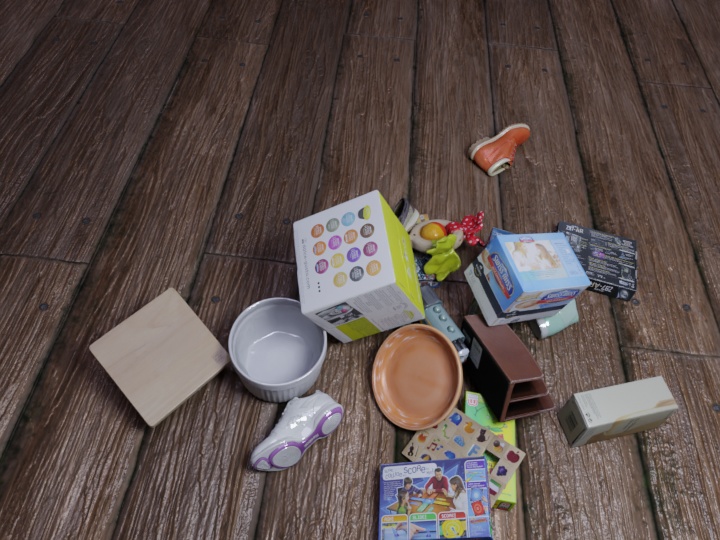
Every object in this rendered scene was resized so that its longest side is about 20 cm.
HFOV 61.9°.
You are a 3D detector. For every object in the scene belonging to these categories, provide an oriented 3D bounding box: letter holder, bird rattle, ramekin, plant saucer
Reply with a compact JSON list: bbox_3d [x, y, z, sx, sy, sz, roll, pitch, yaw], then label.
[{"bbox_3d":[0.300,0.183,1.201,0.138,0.103,0.201,-6,34,-17],"label":"letter holder"},{"bbox_3d":[0.194,-0.084,1.399,0.160,0.115,0.200,18,48,31],"label":"bird rattle"},{"bbox_3d":[-0.164,0.168,1.217,0.194,0.106,0.204,2,52,-2],"label":"ramekin"},{"bbox_3d":[0.114,0.210,1.188,0.196,0.037,0.206,-9,73,30],"label":"plant saucer"}]

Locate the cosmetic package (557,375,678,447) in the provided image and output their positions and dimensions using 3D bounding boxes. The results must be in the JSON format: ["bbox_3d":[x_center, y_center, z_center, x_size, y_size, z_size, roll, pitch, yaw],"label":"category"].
[{"bbox_3d":[0.503,0.278,1.182,0.194,0.106,0.072,-9,54,-9],"label":"cosmetic package"}]

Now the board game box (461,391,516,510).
[{"bbox_3d":[0.243,0.341,1.150,0.099,0.048,0.204,9,52,2],"label":"board game box"}]

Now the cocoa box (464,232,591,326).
[{"bbox_3d":[0.341,0.014,1.231,0.195,0.132,0.136,-4,59,-30],"label":"cocoa box"}]

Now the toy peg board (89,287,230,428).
[{"bbox_3d":[-0.398,0.183,1.213,0.199,0.098,0.199,46,61,9],"label":"toy peg board"}]

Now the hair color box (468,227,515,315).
[{"bbox_3d":[0.300,0.012,1.371,0.059,0.101,0.203,16,53,7],"label":"hair color box"}]

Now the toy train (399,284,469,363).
[{"bbox_3d":[0.152,0.127,1.258,0.083,0.115,0.202,-14,54,-29],"label":"toy train"}]

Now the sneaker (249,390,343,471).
[{"bbox_3d":[-0.130,0.305,1.150,0.197,0.076,0.099,-30,41,-24],"label":"sneaker"}]

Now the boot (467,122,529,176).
[{"bbox_3d":[0.406,-0.332,1.665,0.197,0.076,0.108,-29,62,-13],"label":"boot"}]

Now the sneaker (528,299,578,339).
[{"bbox_3d":[0.418,0.048,1.367,0.115,0.074,0.204,-16,65,-8],"label":"sneaker"}]

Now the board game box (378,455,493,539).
[{"bbox_3d":[0.129,0.405,1.056,0.195,0.035,0.138,-10,50,17],"label":"board game box"}]

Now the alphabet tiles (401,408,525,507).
[{"bbox_3d":[0.177,0.353,1.109,0.198,0.008,0.168,27,67,39],"label":"alphabet tiles"}]

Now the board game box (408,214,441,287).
[{"bbox_3d":[0.113,-0.048,1.445,0.131,0.035,0.204,-2,53,-6],"label":"board game box"}]

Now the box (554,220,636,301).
[{"bbox_3d":[0.564,-0.026,1.455,0.195,0.044,0.163,15,53,7],"label":"box"}]

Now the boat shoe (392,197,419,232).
[{"bbox_3d":[0.073,-0.095,1.400,0.065,0.071,0.201,49,50,-16],"label":"boat shoe"}]

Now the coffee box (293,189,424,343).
[{"bbox_3d":[0.000,0.000,1.203,0.193,0.200,0.204,-18,61,16],"label":"coffee box"}]
